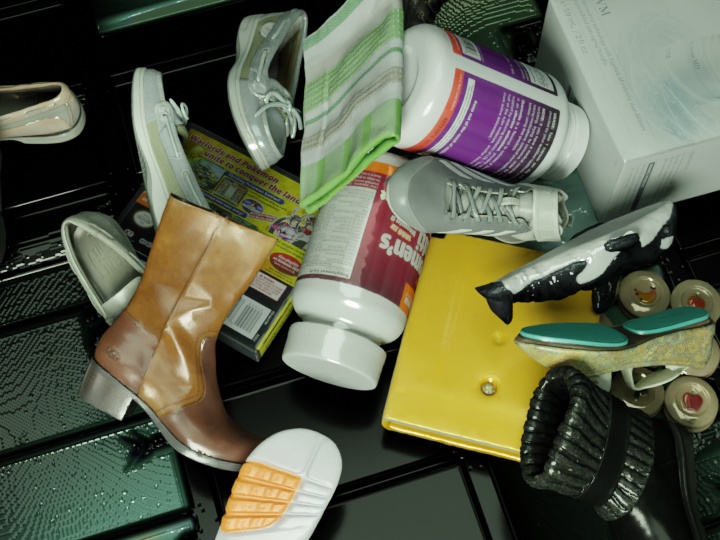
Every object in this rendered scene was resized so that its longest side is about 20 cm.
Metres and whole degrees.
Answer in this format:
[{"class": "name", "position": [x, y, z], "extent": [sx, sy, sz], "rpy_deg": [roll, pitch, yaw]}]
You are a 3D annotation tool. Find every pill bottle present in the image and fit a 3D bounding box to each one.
[{"class": "pill bottle", "position": [0.114, -0.146, 1.101], "extent": [0.198, 0.112, 0.114], "rpy_deg": [16, 58, -31]}, {"class": "pill bottle", "position": [0.000, 0.000, 1.092], "extent": [0.108, 0.110, 0.202], "rpy_deg": [14, 72, 8]}]

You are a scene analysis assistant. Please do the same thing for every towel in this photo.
[{"class": "towel", "position": [-0.012, -0.169, 1.089], "extent": [0.030, 0.149, 0.202], "rpy_deg": [20, 53, -28]}]

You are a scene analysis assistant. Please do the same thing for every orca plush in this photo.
[{"class": "orca plush", "position": [0.207, 0.009, 1.063], "extent": [0.199, 0.105, 0.072], "rpy_deg": [-27, 98, -25]}]

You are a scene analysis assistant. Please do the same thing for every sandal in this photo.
[{"class": "sandal", "position": [-0.087, 0.228, 1.018], "extent": [0.079, 0.059, 0.208], "rpy_deg": [29, 88, 5]}]

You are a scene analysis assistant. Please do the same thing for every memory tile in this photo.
[{"class": "memory tile", "position": [0.239, 0.064, 1.114], "extent": [0.198, 0.017, 0.155], "rpy_deg": [9, 64, 6]}]

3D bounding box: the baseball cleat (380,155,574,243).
[{"class": "baseball cleat", "position": [0.116, -0.064, 1.058], "extent": [0.106, 0.199, 0.071], "rpy_deg": [-1, 86, 45]}]

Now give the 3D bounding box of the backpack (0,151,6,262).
[{"class": "backpack", "position": [-0.447, -0.068, 1.121], "extent": [0.197, 0.127, 0.169], "rpy_deg": [-5, 76, 6]}]

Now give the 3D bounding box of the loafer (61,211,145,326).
[{"class": "loafer", "position": [-0.210, 0.032, 1.089], "extent": [0.070, 0.070, 0.200], "rpy_deg": [-41, 80, 10]}]

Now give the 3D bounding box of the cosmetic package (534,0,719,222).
[{"class": "cosmetic package", "position": [0.304, -0.182, 1.176], "extent": [0.198, 0.123, 0.201], "rpy_deg": [-15, 64, -8]}]

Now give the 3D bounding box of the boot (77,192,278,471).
[{"class": "boot", "position": [-0.125, 0.058, 1.044], "extent": [0.187, 0.068, 0.202], "rpy_deg": [28, 90, 2]}]

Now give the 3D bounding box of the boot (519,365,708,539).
[{"class": "boot", "position": [0.207, 0.195, 0.975], "extent": [0.157, 0.079, 0.213], "rpy_deg": [26, 48, -32]}]

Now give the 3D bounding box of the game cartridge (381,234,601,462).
[{"class": "game cartridge", "position": [0.126, 0.069, 1.090], "extent": [0.174, 0.033, 0.202], "rpy_deg": [13, 62, 8]}]

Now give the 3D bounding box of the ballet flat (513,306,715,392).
[{"class": "ballet flat", "position": [0.227, 0.075, 1.044], "extent": [0.198, 0.071, 0.071], "rpy_deg": [-6, 62, -22]}]

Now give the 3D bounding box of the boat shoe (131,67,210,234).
[{"class": "boat shoe", "position": [-0.181, -0.106, 1.149], "extent": [0.064, 0.075, 0.204], "rpy_deg": [-12, 66, -10]}]

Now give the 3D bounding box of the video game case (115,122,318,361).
[{"class": "video game case", "position": [-0.135, -0.033, 1.162], "extent": [0.199, 0.026, 0.182], "rpy_deg": [27, 68, 14]}]

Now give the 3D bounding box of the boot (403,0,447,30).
[{"class": "boot", "position": [0.061, -0.233, 1.157], "extent": [0.198, 0.069, 0.176], "rpy_deg": [0, 89, 28]}]

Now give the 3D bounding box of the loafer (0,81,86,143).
[{"class": "loafer", "position": [-0.384, -0.163, 1.208], "extent": [0.197, 0.063, 0.073], "rpy_deg": [-6, 63, -2]}]

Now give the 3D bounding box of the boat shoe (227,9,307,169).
[{"class": "boat shoe", "position": [-0.087, -0.187, 1.185], "extent": [0.064, 0.075, 0.203], "rpy_deg": [-14, 45, 16]}]
